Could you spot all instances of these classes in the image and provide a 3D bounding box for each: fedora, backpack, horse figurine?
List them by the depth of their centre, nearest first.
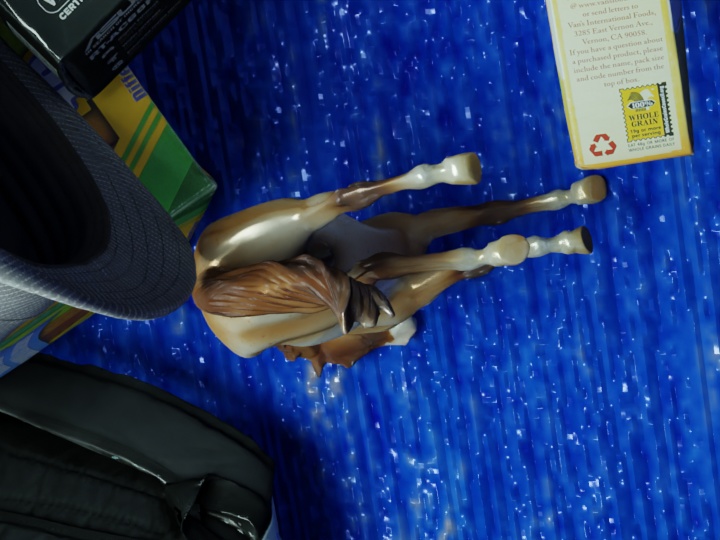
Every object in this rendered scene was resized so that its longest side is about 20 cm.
[{"bbox_3d":[-0.153,-0.027,0.737,0.200,0.177,0.090,42,106,-4],"label":"fedora"},{"bbox_3d":[0.000,0.000,0.807,0.132,0.200,0.050,-17,85,21],"label":"horse figurine"},{"bbox_3d":[-0.114,0.118,0.927,0.199,0.167,0.127,5,133,24],"label":"backpack"}]

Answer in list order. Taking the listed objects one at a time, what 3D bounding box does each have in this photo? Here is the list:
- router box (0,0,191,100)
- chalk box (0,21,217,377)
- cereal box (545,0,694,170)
[{"bbox_3d":[-0.072,-0.178,0.792,0.150,0.062,0.200,44,87,8],"label":"router box"},{"bbox_3d":[-0.168,-0.010,0.859,0.200,0.125,0.124,-36,89,-12],"label":"chalk box"},{"bbox_3d":[0.061,-0.150,0.712,0.039,0.144,0.201,-7,123,8],"label":"cereal box"}]
